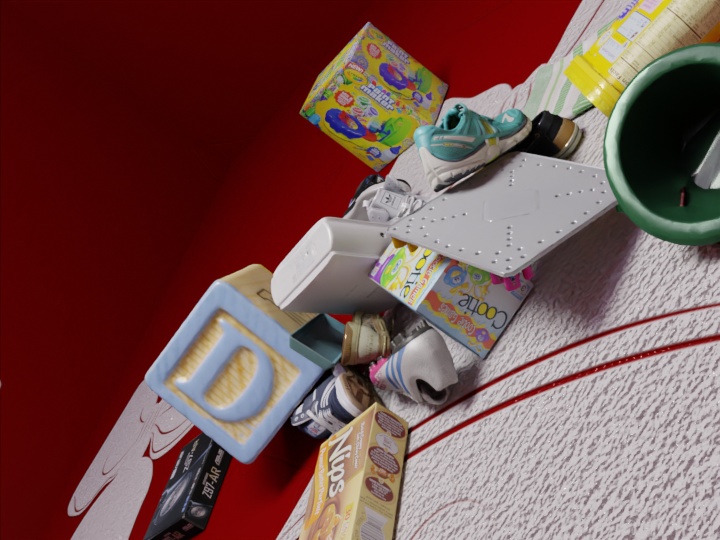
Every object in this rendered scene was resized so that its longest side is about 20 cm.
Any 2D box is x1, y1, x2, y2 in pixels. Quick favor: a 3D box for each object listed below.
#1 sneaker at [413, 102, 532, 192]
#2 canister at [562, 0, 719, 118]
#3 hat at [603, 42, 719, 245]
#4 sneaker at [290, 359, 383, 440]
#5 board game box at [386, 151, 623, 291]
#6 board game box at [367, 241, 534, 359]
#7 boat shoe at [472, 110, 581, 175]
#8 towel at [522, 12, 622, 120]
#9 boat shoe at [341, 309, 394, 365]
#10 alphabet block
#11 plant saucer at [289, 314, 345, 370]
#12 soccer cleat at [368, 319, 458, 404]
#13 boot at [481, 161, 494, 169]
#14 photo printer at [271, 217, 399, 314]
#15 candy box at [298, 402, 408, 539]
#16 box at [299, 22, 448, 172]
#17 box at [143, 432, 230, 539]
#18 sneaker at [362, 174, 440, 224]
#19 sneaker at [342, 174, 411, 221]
[{"bbox_3d":[0.134,-0.161,1.049,0.077,0.080,0.200,-27,3,44],"label":"sneaker"},{"bbox_3d":[0.330,-0.255,0.979,0.200,0.086,0.149,-48,18,19],"label":"canister"},{"bbox_3d":[0.331,-0.107,0.822,0.165,0.176,0.201,-37,60,31],"label":"hat"},{"bbox_3d":[-0.033,0.185,1.153,0.109,0.070,0.200,-50,8,2],"label":"sneaker"},{"bbox_3d":[0.159,-0.058,0.935,0.199,0.026,0.200,-32,30,-24],"label":"board game box"},{"bbox_3d":[0.101,0.012,1.066,0.103,0.105,0.200,-55,18,0],"label":"board game box"},{"bbox_3d":[0.203,-0.156,1.174,0.200,0.062,0.075,-25,36,60],"label":"boat shoe"},{"bbox_3d":[0.286,-0.256,1.199,0.200,0.023,0.153,-26,35,57],"label":"towel"},{"bbox_3d":[0.015,0.095,1.191,0.200,0.062,0.074,-40,-45,-82],"label":"boat shoe"},{"bbox_3d":[-0.159,0.128,1.307,0.196,0.196,0.200,-50,-2,12],"label":"alphabet block"},{"bbox_3d":[-0.048,0.096,1.228,0.019,0.070,0.200,-60,-5,10],"label":"plant saucer"},{"bbox_3d":[0.061,0.124,1.036,0.070,0.087,0.200,-29,-12,-15],"label":"soccer cleat"},{"bbox_3d":[0.201,-0.082,1.069,0.200,0.073,0.076,-141,44,-61],"label":"boot"},{"bbox_3d":[0.000,0.000,1.226,0.166,0.199,0.070,-44,52,43],"label":"photo printer"},{"bbox_3d":[-0.011,0.258,0.996,0.115,0.055,0.201,-42,21,36],"label":"candy box"},{"bbox_3d":[0.025,-0.329,1.726,0.192,0.200,0.122,-36,26,49],"label":"box"},{"bbox_3d":[-0.290,0.372,1.550,0.160,0.043,0.201,-39,24,42],"label":"box"},{"bbox_3d":[0.079,-0.080,1.273,0.075,0.115,0.200,-61,18,-18],"label":"sneaker"},{"bbox_3d":[0.031,-0.138,1.573,0.200,0.073,0.112,-35,28,52],"label":"sneaker"}]
